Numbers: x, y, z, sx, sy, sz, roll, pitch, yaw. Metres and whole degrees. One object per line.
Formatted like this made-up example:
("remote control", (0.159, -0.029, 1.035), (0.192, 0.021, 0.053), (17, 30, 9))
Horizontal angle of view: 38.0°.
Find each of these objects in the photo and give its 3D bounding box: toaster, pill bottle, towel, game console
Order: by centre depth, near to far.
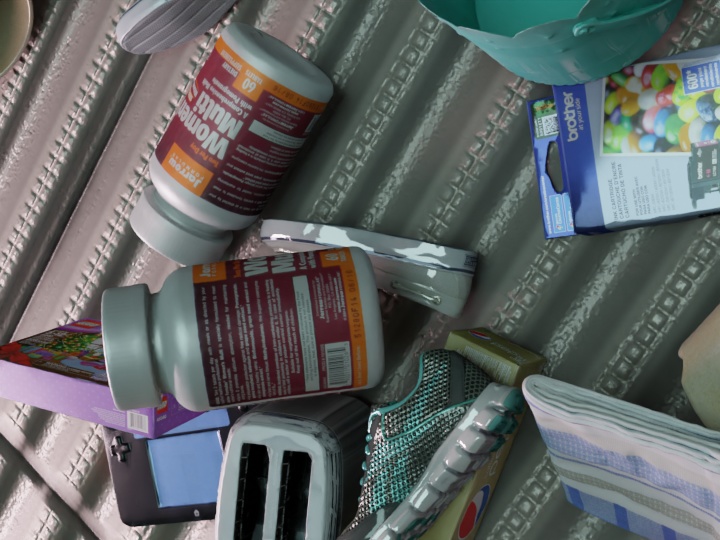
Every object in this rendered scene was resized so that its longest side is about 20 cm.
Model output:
("towel", (0.192, 0.144, 0.718), (0.146, 0.200, 0.024), (17, 64, 30))
("pill bottle", (-0.088, 0.047, 0.793), (0.199, 0.110, 0.110), (-7, 87, -6))
("toaster", (-0.051, 0.181, 0.869), (0.113, 0.129, 0.201), (8, 94, 14))
("pill bottle", (-0.118, -0.106, 0.922), (0.110, 0.109, 0.200), (41, 108, 22))
("game console", (-0.167, 0.151, 0.997), (0.199, 0.031, 0.178), (-12, 85, 29))

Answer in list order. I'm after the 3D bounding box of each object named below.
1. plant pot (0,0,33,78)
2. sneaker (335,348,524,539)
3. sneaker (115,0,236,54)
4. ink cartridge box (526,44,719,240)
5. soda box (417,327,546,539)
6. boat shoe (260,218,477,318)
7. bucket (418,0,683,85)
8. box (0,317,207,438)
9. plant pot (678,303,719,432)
("plant pot", (-0.465, -0.311, 1.086), (0.187, 0.187, 0.200), (-50, 55, 20))
("sneaker", (0.033, 0.143, 0.790), (0.091, 0.078, 0.200), (44, 100, 24))
("sneaker", (-0.149, -0.278, 0.967), (0.200, 0.073, 0.071), (-32, 67, 16))
("ink cartridge box", (0.220, -0.095, 0.779), (0.199, 0.042, 0.120), (-9, 86, 30))
("soda box", (0.077, 0.149, 0.841), (0.064, 0.068, 0.201), (26, 103, 26))
("boat shoe", (0.000, 0.000, 0.885), (0.199, 0.071, 0.070), (11, 93, 21))
("bucket", (0.138, -0.239, 0.747), (0.206, 0.135, 0.208), (-7, 76, 28))
("box", (-0.216, 0.090, 0.928), (0.199, 0.137, 0.039), (9, 105, 27))
("plant pot", (0.312, 0.044, 0.658), (0.201, 0.200, 0.184), (52, 124, 18))
